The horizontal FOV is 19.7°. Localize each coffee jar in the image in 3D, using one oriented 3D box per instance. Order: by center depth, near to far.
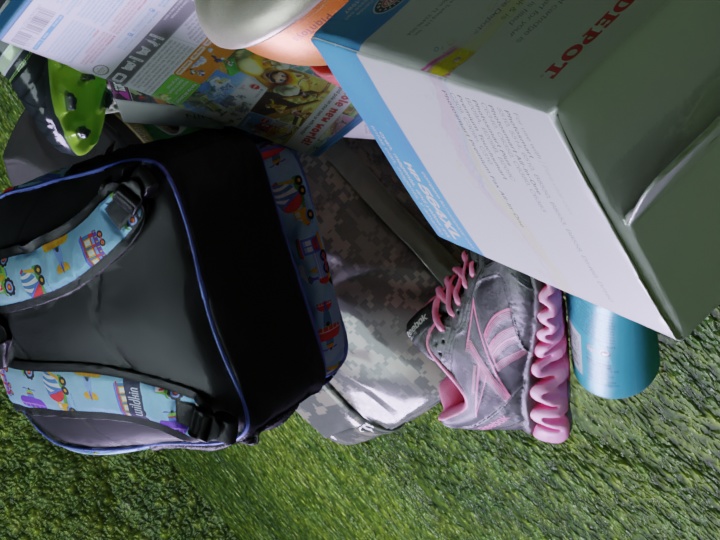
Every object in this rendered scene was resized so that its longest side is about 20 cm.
[{"bbox_3d":[-0.153,-0.079,1.436,0.104,0.086,0.200,39,-156,19],"label":"coffee jar"}]

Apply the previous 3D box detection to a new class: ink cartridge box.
[{"bbox_3d":[0.101,-0.073,0.846,0.200,0.128,0.126,28,156,54],"label":"ink cartridge box"}]

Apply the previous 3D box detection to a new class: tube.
[{"bbox_3d":[0.130,-0.005,1.106,0.077,0.050,0.201,46,163,33],"label":"tube"}]

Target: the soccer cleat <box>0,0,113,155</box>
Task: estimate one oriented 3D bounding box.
[{"bbox_3d":[-0.210,-0.156,1.253,0.080,0.068,0.201,6,135,28],"label":"soccer cleat"}]

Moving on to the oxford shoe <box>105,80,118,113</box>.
[{"bbox_3d":[-0.121,-0.133,1.328,0.198,0.058,0.076,2,123,8],"label":"oxford shoe"}]

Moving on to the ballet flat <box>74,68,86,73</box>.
[{"bbox_3d":[-0.158,-0.159,1.210,0.067,0.070,0.201,34,161,38],"label":"ballet flat"}]

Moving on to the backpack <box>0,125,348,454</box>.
[{"bbox_3d":[-0.129,0.015,1.217,0.199,0.134,0.184,-10,102,41],"label":"backpack"}]

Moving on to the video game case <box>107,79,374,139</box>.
[{"bbox_3d":[-0.058,-0.137,1.124,0.179,0.036,0.200,4,155,6],"label":"video game case"}]

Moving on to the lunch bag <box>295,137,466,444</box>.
[{"bbox_3d":[0.000,0.000,1.304,0.200,0.139,0.168,47,152,-8],"label":"lunch bag"}]

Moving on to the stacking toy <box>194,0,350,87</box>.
[{"bbox_3d":[0.032,-0.119,0.984,0.200,0.147,0.146,37,172,-29],"label":"stacking toy"}]

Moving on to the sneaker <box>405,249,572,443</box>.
[{"bbox_3d":[0.071,0.023,1.171,0.094,0.079,0.201,0,131,8],"label":"sneaker"}]

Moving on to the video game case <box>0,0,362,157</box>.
[{"bbox_3d":[-0.076,-0.124,1.091,0.199,0.018,0.143,19,151,-24],"label":"video game case"}]
